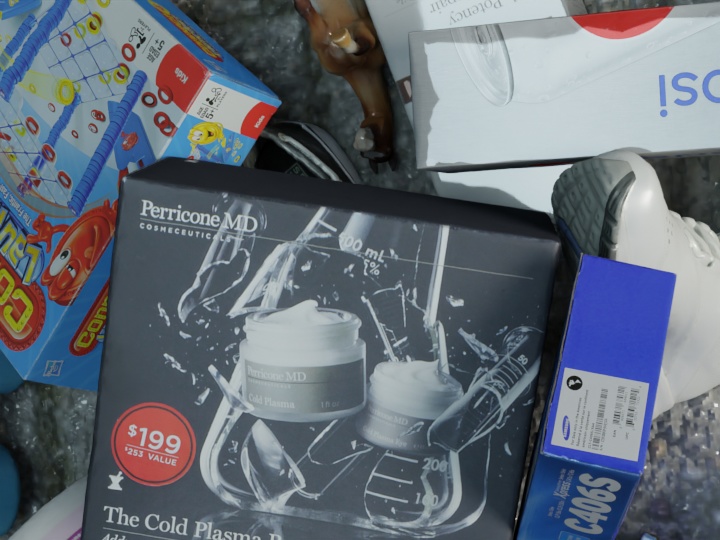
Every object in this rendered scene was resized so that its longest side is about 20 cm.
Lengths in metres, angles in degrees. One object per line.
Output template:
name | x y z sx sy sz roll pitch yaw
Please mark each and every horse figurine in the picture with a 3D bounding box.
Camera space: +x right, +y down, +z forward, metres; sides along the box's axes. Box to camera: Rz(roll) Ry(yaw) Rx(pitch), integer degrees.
horse figurine | -0.027 -0.160 0.788 0.050 0.133 0.200 -27 73 12

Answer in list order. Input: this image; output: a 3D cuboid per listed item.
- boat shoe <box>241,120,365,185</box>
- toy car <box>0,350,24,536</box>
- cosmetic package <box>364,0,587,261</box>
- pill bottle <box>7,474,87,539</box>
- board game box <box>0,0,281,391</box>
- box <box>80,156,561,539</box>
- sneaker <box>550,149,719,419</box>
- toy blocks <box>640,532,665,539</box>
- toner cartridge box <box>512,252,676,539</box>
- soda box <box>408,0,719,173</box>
boat shoe | 0.002 -0.002 0.805 0.074 0.068 0.199 -36 82 18
toy car | -0.334 0.080 0.901 0.200 0.184 0.177 12 99 47
cosmetic package | 0.076 -0.101 0.771 0.102 0.074 0.200 -23 85 19
pill bottle | -0.113 0.218 0.838 0.200 0.112 0.112 45 106 11
board game box | -0.166 -0.070 0.827 0.200 0.056 0.196 43 107 36
box | -0.019 0.051 0.702 0.200 0.104 0.182 8 99 2
sneaker | 0.147 0.002 0.709 0.087 0.200 0.075 -21 56 6
toy blocks | 0.149 0.201 0.765 0.200 0.100 0.137 23 89 16
toner cartridge box | 0.101 0.083 0.673 0.043 0.200 0.095 13 62 8
soda box | 0.126 -0.085 0.684 0.200 0.063 0.068 -2 92 19
